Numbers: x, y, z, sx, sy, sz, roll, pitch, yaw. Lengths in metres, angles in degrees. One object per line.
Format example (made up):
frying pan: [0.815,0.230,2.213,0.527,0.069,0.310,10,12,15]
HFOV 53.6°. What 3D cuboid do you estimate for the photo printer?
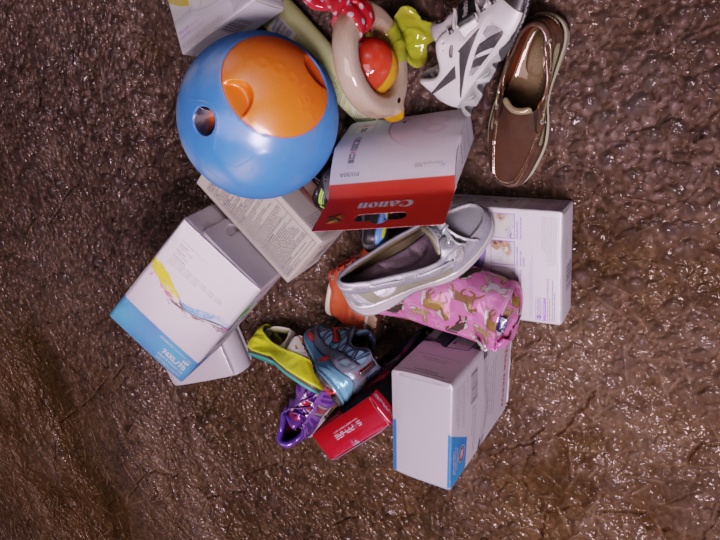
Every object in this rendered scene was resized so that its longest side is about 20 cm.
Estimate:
photo printer: [-0.288,0.089,1.212,0.165,0.069,0.202,-13,103,33]

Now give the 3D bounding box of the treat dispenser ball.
treat dispenser ball: [-0.126,-0.190,0.881,0.199,0.201,0.203,12,116,26]

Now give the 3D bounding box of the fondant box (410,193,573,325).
fondant box: [0.164,-0.019,0.907,0.198,0.058,0.146,6,113,27]

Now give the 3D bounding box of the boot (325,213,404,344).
boot: [0.000,0.000,1.006,0.107,0.075,0.202,26,122,25]

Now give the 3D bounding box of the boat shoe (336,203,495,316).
boat shoe: [0.066,-0.020,0.834,0.201,0.065,0.075,-28,57,1]

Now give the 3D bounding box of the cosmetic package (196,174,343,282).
cosmetic package: [-0.125,-0.098,1.026,0.200,0.087,0.103,48,128,3]

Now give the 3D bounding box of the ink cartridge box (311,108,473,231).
ink cartridge box: [0.039,-0.122,0.838,0.161,0.200,0.058,-2,121,21]

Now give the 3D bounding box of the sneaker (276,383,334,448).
sneaker: [-0.080,0.210,1.133,0.080,0.083,0.201,31,120,15]

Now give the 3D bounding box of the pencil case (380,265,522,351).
pencil case: [0.098,0.032,0.882,0.198,0.087,0.083,17,133,25]

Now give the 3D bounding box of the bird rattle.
bird rattle: [0.015,-0.259,0.808,0.112,0.200,0.165,-5,80,26]

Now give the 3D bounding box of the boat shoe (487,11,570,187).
boat shoe: [0.180,-0.188,0.814,0.074,0.075,0.204,18,118,23]

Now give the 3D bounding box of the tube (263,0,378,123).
tube: [-0.044,-0.267,0.931,0.052,0.058,0.200,-44,85,21]

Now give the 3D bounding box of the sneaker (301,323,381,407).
sneaker: [-0.019,0.119,1.001,0.095,0.200,0.080,-33,111,-3]

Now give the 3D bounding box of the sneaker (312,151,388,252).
sneaker: [-0.017,-0.085,0.918,0.200,0.082,0.071,-119,21,-44]

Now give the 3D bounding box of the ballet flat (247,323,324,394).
ballet flat: [-0.111,0.126,1.097,0.199,0.067,0.068,18,77,52]

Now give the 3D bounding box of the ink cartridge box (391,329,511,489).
ink cartridge box: [0.121,0.156,0.919,0.085,0.200,0.148,10,115,27]

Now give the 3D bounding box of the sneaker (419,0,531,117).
sneaker: [0.125,-0.265,0.779,0.088,0.074,0.201,25,133,-4]

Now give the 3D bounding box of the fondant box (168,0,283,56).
fondant box: [-0.190,-0.397,0.915,0.143,0.058,0.202,-20,82,36]

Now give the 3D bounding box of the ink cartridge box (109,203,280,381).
ink cartridge box: [-0.230,0.024,1.050,0.146,0.147,0.200,43,111,-1]

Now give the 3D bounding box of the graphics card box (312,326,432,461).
graphics card box: [0.030,0.164,0.977,0.051,0.200,0.125,50,127,1]
